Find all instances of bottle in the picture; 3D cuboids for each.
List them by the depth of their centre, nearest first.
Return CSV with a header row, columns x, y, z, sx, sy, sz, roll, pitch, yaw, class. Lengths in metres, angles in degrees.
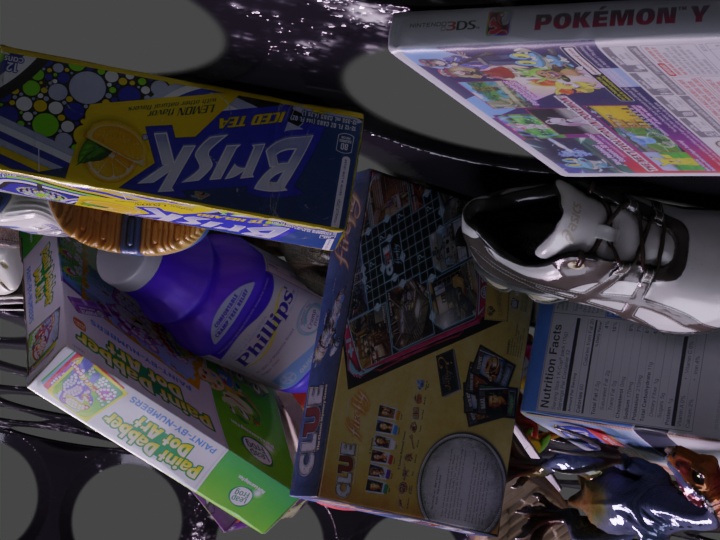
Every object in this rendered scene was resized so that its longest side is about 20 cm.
x,y,z,sx,sy,sz,roll,pitch,yaw,class
-0.090,0.019,1.243,0.200,0.084,0.065,29,-174,-47,bottle

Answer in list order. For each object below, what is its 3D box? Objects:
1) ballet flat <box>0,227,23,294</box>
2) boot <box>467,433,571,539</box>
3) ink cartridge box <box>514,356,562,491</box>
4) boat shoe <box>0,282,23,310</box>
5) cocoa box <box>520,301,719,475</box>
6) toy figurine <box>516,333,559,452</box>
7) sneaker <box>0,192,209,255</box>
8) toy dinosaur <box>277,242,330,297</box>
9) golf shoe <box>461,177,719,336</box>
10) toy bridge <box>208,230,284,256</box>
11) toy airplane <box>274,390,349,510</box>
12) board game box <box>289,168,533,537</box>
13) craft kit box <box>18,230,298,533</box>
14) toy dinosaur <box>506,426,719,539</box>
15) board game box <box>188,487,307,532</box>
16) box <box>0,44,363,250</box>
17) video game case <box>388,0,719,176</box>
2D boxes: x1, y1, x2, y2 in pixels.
x,y,z,sx,sy,sz,roll,pitch,yaw,class
-0.241,-0.010,1.385,0.200,0.067,0.068,18,165,-37,ballet flat
0.079,0.121,1.314,0.200,0.072,0.166,60,-179,-33,boot
0.086,0.110,1.413,0.043,0.174,0.200,-33,169,-22,ink cartridge box
-0.217,0.019,1.507,0.199,0.064,0.071,6,168,13,boat shoe
0.202,0.055,1.195,0.131,0.134,0.200,6,168,26,cocoa box
0.178,0.104,1.509,0.184,0.200,0.150,-12,-143,-13,toy figurine
-0.169,-0.053,1.156,0.199,0.076,0.088,12,-179,23,sneaker
0.000,0.000,1.232,0.199,0.077,0.102,9,162,-14,toy dinosaur
0.150,-0.010,1.070,0.199,0.078,0.094,3,166,23,golf shoe
-0.116,-0.023,1.325,0.199,0.027,0.067,3,167,28,toy bridge
-0.076,0.100,1.460,0.199,0.141,0.200,50,176,22,toy airplane
0.037,0.052,1.144,0.135,0.201,0.035,17,167,-29,board game box
-0.138,0.060,1.252,0.200,0.049,0.198,36,-160,-29,craft kit box
0.168,0.130,1.153,0.181,0.105,0.200,-6,-167,38,toy dinosaur
-0.125,0.097,1.321,0.200,0.032,0.120,49,-161,15,board game box
-0.102,-0.064,1.015,0.199,0.070,0.064,10,170,-4,box
0.138,-0.082,0.875,0.182,0.023,0.200,2,167,31,video game case
